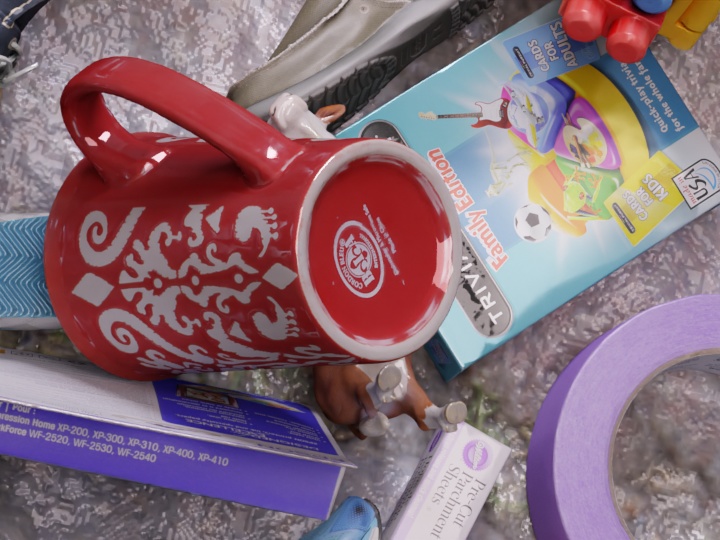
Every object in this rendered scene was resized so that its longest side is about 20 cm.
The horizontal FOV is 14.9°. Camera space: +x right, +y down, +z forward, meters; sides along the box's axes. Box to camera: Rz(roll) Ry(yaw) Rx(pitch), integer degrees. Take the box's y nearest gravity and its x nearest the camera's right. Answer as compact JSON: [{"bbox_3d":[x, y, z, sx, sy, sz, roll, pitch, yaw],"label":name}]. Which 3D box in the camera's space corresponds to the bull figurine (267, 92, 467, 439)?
[{"bbox_3d":[0.000,0.000,1.497,0.065,0.121,0.201,-18,110,-23],"label":"bull figurine"}]

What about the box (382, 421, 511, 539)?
[{"bbox_3d":[0.019,0.178,1.526,0.041,0.039,0.201,31,75,-5],"label":"box"}]

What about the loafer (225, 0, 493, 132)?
[{"bbox_3d":[-0.004,-0.140,1.572,0.200,0.075,0.070,-36,76,-19],"label":"loafer"}]

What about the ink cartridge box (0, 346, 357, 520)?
[{"bbox_3d":[-0.111,0.085,1.436,0.197,0.200,0.044,12,93,-8],"label":"ink cartridge box"}]

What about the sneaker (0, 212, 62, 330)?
[{"bbox_3d":[-0.227,0.001,1.491,0.199,0.081,0.077,7,79,-8],"label":"sneaker"}]

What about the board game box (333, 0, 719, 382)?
[{"bbox_3d":[0.094,-0.054,1.580,0.199,0.047,0.151,-32,87,-15],"label":"board game box"}]

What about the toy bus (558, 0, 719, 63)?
[{"bbox_3d":[0.138,-0.213,1.546,0.199,0.136,0.193,29,53,-3],"label":"toy bus"}]

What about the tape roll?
[{"bbox_3d":[0.197,0.117,1.559,0.199,0.066,0.202,2,78,-11],"label":"tape roll"}]

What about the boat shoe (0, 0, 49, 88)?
[{"bbox_3d":[-0.211,-0.115,1.430,0.199,0.075,0.062,-30,96,-4],"label":"boat shoe"}]

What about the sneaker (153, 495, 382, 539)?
[{"bbox_3d":[-0.076,0.175,1.490,0.199,0.078,0.090,-32,83,-15],"label":"sneaker"}]

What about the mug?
[{"bbox_3d":[-0.067,-0.016,1.389,0.177,0.199,0.134,29,72,-36],"label":"mug"}]
